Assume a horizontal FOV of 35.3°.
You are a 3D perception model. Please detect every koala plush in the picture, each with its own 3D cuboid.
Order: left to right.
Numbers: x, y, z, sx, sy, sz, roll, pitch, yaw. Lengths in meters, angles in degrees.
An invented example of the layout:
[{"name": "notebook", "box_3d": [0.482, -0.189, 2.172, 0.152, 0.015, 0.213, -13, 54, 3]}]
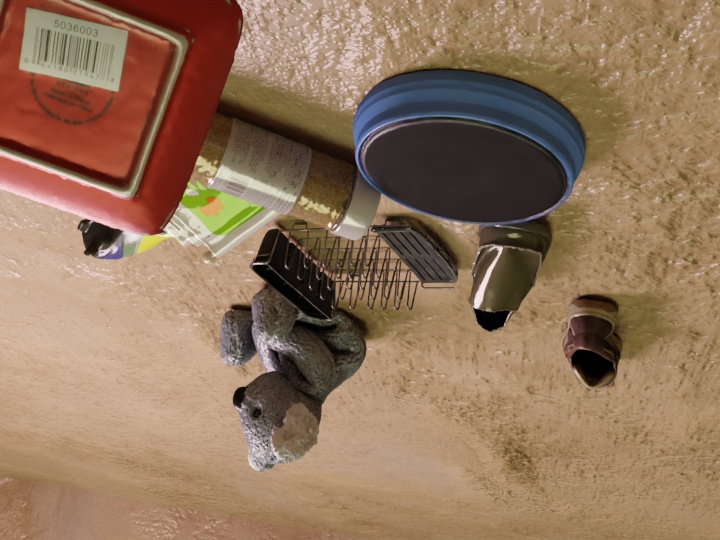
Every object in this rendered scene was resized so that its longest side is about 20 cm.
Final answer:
[{"name": "koala plush", "box_3d": [-0.089, 0.152, 1.422, 0.182, 0.202, 0.177, 20, 156, -20]}]

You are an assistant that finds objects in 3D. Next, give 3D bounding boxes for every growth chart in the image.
[{"name": "growth chart", "box_3d": [-0.172, -0.084, 1.075, 0.199, 0.018, 0.145, 31, 125, -27]}]

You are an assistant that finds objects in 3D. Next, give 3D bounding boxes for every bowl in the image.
[{"name": "bowl", "box_3d": [0.089, -0.097, 0.957, 0.198, 0.040, 0.201, 10, 157, 4]}]

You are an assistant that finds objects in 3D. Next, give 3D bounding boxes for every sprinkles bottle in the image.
[{"name": "sprinkles bottle", "box_3d": [-0.081, -0.090, 1.017, 0.198, 0.069, 0.068, 19, 156, -18]}]

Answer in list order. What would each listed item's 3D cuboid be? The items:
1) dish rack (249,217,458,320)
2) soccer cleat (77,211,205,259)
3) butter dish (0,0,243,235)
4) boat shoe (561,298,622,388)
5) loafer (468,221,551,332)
[{"name": "dish rack", "box_3d": [0.000, 0.000, 1.211, 0.198, 0.055, 0.153, -2, 155, 28]}, {"name": "soccer cleat", "box_3d": [-0.216, -0.058, 1.193, 0.199, 0.065, 0.083, -16, 177, 40]}, {"name": "butter dish", "box_3d": [-0.202, -0.159, 0.831, 0.198, 0.148, 0.201, 19, 116, -14]}, {"name": "boat shoe", "box_3d": [0.264, 0.101, 1.298, 0.071, 0.073, 0.200, 7, 157, 12]}, {"name": "loafer", "box_3d": [0.147, 0.008, 1.136, 0.074, 0.070, 0.200, 9, 158, 7]}]
